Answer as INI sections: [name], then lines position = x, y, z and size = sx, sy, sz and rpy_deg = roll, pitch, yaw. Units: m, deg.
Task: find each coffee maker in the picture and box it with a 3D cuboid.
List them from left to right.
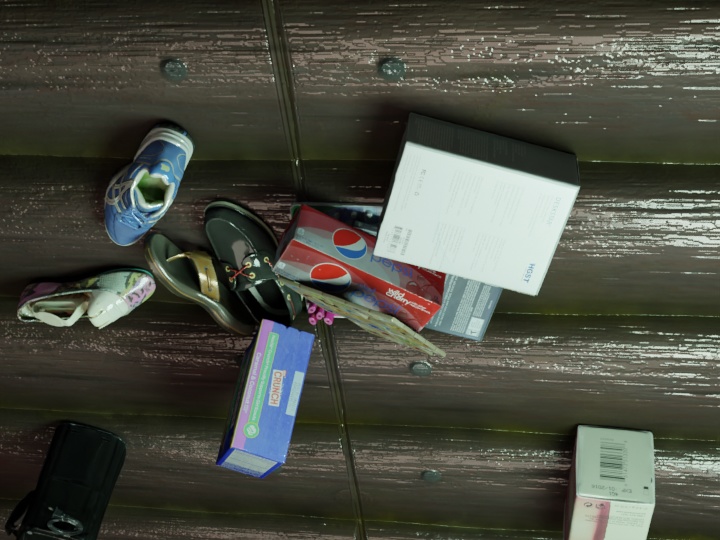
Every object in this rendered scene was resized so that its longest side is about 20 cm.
[coffee maker]
position = -0.430, 0.340, 1.819
size = 0.135, 0.200, 0.192
rpy_deg = 33, 134, -24

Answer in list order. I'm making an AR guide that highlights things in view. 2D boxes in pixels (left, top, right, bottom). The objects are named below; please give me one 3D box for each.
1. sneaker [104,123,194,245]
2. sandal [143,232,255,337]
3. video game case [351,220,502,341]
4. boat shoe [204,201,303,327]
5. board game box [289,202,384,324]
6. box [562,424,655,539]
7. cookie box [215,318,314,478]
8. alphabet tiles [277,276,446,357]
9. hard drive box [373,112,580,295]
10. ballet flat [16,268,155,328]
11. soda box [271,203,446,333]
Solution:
[sneaker]
position = -0.268, -0.091, 1.446
size = 0.076, 0.077, 0.200
rpy_deg = 23, 136, -14
[sandal]
position = -0.198, 0.013, 1.538
size = 0.055, 0.082, 0.200
rpy_deg = -37, 118, 19
[video game case]
position = 0.073, 0.015, 1.489
size = 0.199, 0.019, 0.143
rpy_deg = 14, 135, -2
[boat shoe]
position = -0.137, -0.003, 1.520
size = 0.073, 0.063, 0.202
rpy_deg = -13, 129, 25
[board game box]
position = 0.018, -0.002, 1.515
size = 0.199, 0.026, 0.200
rpy_deg = 2, 135, 9
[box]
position = 0.352, 0.334, 1.711
size = 0.109, 0.128, 0.200
rpy_deg = 5, 135, 7
[cookie box]
position = -0.127, 0.172, 1.567
size = 0.075, 0.172, 0.200
rpy_deg = 16, 162, -8
[alphabet tiles]
position = 0.010, 0.062, 1.469
size = 0.167, 0.008, 0.200
rpy_deg = 18, 170, 30
[hard drive box]
position = 0.130, -0.074, 1.366
size = 0.199, 0.077, 0.156
rpy_deg = 15, 124, -3
[ballet flat]
position = -0.371, 0.045, 1.606
size = 0.199, 0.071, 0.069
rpy_deg = -6, 132, 16
[soda box]
position = 0.000, 0.000, 1.432
size = 0.200, 0.064, 0.070
rpy_deg = 24, 135, -13
